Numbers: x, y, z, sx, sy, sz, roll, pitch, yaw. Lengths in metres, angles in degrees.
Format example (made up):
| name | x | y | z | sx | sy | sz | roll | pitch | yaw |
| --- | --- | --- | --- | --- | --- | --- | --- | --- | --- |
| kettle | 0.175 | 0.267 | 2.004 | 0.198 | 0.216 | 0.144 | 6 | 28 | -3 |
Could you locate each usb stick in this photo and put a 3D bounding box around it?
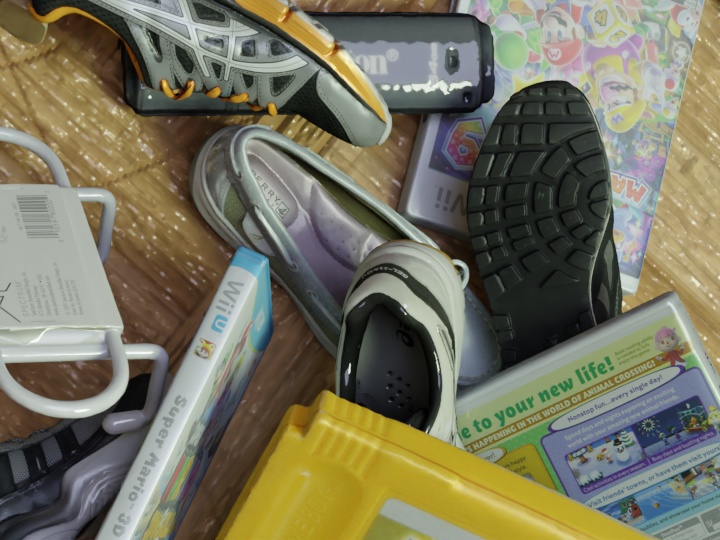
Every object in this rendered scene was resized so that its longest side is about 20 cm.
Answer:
| name | x | y | z | sx | sy | sz | roll | pitch | yaw |
| --- | --- | --- | --- | --- | --- | --- | --- | --- | --- |
| usb stick | -0.027 | -0.108 | 1.158 | 0.198 | 0.033 | 0.056 | -1 | 80 | -14 |

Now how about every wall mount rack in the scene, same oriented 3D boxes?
| name | x | y | z | sx | sy | sz | roll | pitch | yaw |
| --- | --- | --- | --- | --- | --- | --- | --- | --- | --- |
| wall mount rack | -0.187 | 0.019 | 1.045 | 0.172 | 0.075 | 0.201 | -1 | 42 | -22 |

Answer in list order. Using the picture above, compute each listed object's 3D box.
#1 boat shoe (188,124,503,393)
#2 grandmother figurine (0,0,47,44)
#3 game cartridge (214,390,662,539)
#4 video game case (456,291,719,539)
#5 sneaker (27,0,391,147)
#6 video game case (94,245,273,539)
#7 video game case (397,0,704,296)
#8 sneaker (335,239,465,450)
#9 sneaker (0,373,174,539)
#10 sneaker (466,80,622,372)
| name | x | y | z | sx | sy | sz | roll | pitch | yaw |
| --- | --- | --- | --- | --- | --- | --- | --- | --- | --- |
| boat shoe | 0.000 | -0.002 | 1.145 | 0.202 | 0.065 | 0.075 | 43 | 72 | -15 |
| grandmother figurine | -0.142 | -0.222 | 1.131 | 0.121 | 0.060 | 0.201 | 45 | 66 | -38 |
| game cartridge | 0.027 | 0.158 | 1.078 | 0.199 | 0.177 | 0.033 | 23 | 37 | -7 |
| video game case | 0.112 | 0.133 | 1.133 | 0.199 | 0.022 | 0.183 | -27 | 93 | 19 |
| sneaker | -0.073 | -0.114 | 1.098 | 0.199 | 0.078 | 0.078 | 33 | 93 | -9 |
| video game case | -0.091 | 0.098 | 1.062 | 0.018 | 0.143 | 0.201 | 23 | 75 | 6 |
| video game case | 0.110 | -0.103 | 1.224 | 0.142 | 0.018 | 0.202 | 18 | 78 | -17 |
| sneaker | 0.015 | 0.090 | 1.092 | 0.075 | 0.088 | 0.202 | -4 | 103 | 14 |
| sneaker | -0.176 | 0.093 | 1.067 | 0.114 | 0.076 | 0.200 | 41 | 57 | 4 |
| sneaker | 0.102 | 0.000 | 1.169 | 0.075 | 0.088 | 0.202 | -1 | 98 | 15 |
